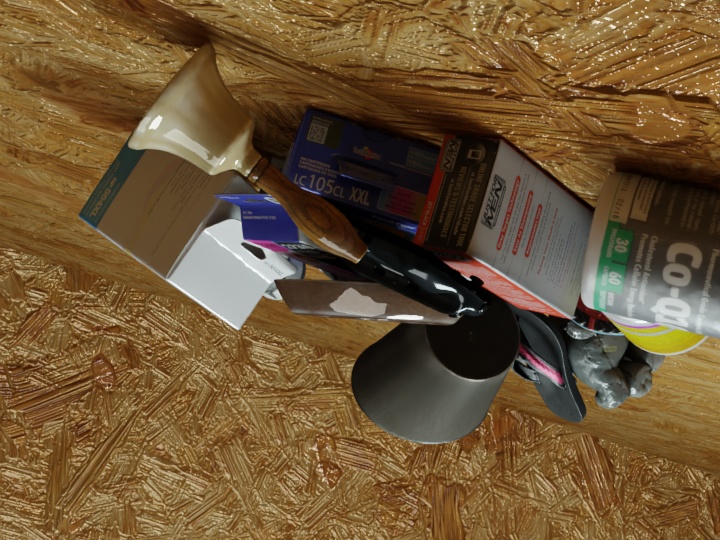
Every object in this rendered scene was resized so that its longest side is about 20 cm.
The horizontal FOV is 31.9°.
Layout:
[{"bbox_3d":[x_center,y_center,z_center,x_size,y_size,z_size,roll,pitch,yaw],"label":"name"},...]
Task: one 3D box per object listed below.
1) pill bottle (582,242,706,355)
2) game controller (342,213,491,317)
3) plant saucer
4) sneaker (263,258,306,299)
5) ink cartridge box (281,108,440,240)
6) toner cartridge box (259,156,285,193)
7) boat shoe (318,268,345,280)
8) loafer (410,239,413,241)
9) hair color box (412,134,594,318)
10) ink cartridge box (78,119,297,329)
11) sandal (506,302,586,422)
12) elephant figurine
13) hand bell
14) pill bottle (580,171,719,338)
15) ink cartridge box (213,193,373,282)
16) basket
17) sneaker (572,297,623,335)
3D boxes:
[{"bbox_3d":[0.275,0.018,1.162,0.103,0.106,0.200,11,170,26],"label":"pill bottle"},{"bbox_3d":[0.026,-0.013,1.062,0.104,0.042,0.199,45,168,-33],"label":"game controller"},{"bbox_3d":[0.014,0.032,1.216,0.197,0.035,0.200,3,176,0],"label":"plant saucer"},{"bbox_3d":[-0.152,-0.009,1.416,0.090,0.067,0.199,29,162,-37],"label":"sneaker"},{"bbox_3d":[-0.004,-0.081,1.158,0.135,0.077,0.200,17,169,-6],"label":"ink cartridge box"},{"bbox_3d":[-0.069,-0.074,1.409,0.094,0.044,0.200,17,171,-7],"label":"toner cartridge box"},{"bbox_3d":[0.002,-0.002,1.386,0.068,0.073,0.199,51,-178,15],"label":"boat shoe"},{"bbox_3d":[0.111,-0.019,1.341,0.198,0.069,0.076,13,171,22],"label":"loafer"},{"bbox_3d":[0.133,-0.035,1.103,0.061,0.103,0.199,11,169,37],"label":"hair color box"},{"bbox_3d":[-0.167,-0.044,1.294,0.199,0.126,0.128,32,175,42],"label":"ink cartridge box"},{"bbox_3d":[0.208,0.112,1.461,0.075,0.045,0.201,12,139,50],"label":"sandal"},{"bbox_3d":[0.260,0.090,1.545,0.141,0.157,0.199,-28,-158,-27],"label":"elephant figurine"},{"bbox_3d":[-0.074,-0.076,0.999,0.199,0.105,0.104,39,168,-5],"label":"hand bell"},{"bbox_3d":[0.281,-0.004,0.988,0.197,0.115,0.113,13,171,17],"label":"pill bottle"},{"bbox_3d":[-0.040,-0.027,1.195,0.199,0.038,0.094,24,168,-37],"label":"ink cartridge box"},{"bbox_3d":[0.097,0.105,1.452,0.178,0.138,0.200,10,154,-10],"label":"basket"},{"bbox_3d":[0.236,0.017,1.370,0.198,0.080,0.095,22,-179,32],"label":"sneaker"}]
